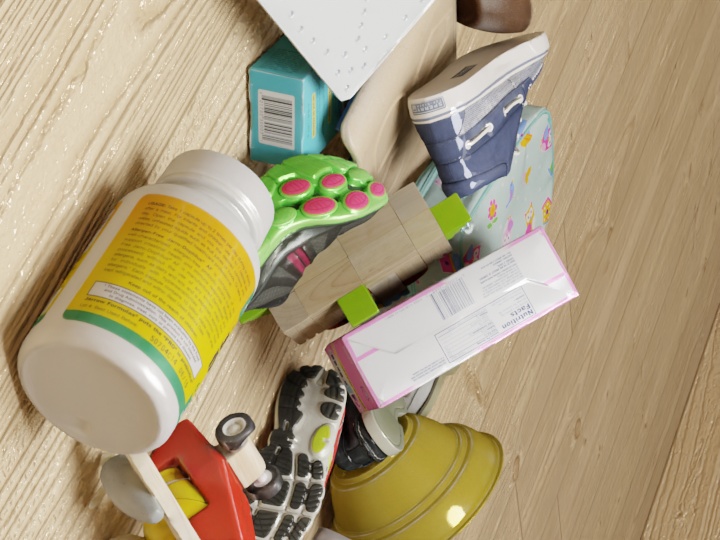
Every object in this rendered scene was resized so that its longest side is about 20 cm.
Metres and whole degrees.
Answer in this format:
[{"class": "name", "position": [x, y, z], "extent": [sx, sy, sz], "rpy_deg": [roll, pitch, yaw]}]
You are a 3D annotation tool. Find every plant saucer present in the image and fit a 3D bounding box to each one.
[{"class": "plant saucer", "position": [0.067, -0.273, 1.662], "extent": [0.037, 0.201, 0.201], "rpy_deg": [-36, 149, -10]}]

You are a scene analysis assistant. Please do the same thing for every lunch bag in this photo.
[{"class": "lunch bag", "position": [0.106, -0.056, 1.783], "extent": [0.200, 0.077, 0.161], "rpy_deg": [-57, 150, -36]}]

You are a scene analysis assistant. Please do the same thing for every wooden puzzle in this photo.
[{"class": "wooden puzzle", "position": [0.028, -0.140, 1.662], "extent": [0.186, 0.046, 0.200], "rpy_deg": [-64, 163, -19]}]

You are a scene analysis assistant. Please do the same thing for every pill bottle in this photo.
[{"class": "pill bottle", "position": [-0.134, 0.015, 1.326], "extent": [0.113, 0.112, 0.201], "rpy_deg": [84, 26, -44]}]

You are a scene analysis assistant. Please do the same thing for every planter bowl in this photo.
[{"class": "planter bowl", "position": [0.033, 0.196, 1.910], "extent": [0.084, 0.200, 0.201], "rpy_deg": [52, 42, -19]}]

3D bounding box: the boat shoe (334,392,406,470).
[{"class": "boat shoe", "position": [0.001, 0.135, 1.864], "extent": [0.075, 0.066, 0.200], "rpy_deg": [51, 12, -18]}]

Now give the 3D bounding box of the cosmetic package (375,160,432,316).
[{"class": "cosmetic package", "position": [0.044, -0.051, 1.851], "extent": [0.107, 0.090, 0.201], "rpy_deg": [-41, 142, -59]}]

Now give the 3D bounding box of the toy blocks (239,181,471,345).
[{"class": "toy blocks", "position": [0.000, 0.000, 1.641], "extent": [0.199, 0.100, 0.137], "rpy_deg": [-31, 168, 3]}]

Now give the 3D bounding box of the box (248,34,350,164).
[{"class": "box", "position": [-0.028, -0.163, 1.620], "extent": [0.200, 0.049, 0.083], "rpy_deg": [-52, 149, -52]}]

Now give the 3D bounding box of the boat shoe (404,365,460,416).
[{"class": "boat shoe", "position": [0.056, 0.089, 1.987], "extent": [0.200, 0.068, 0.075], "rpy_deg": [117, -6, -52]}]

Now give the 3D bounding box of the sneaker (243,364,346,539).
[{"class": "sneaker", "position": [-0.055, 0.181, 1.732], "extent": [0.085, 0.077, 0.201], "rpy_deg": [84, 26, -55]}]

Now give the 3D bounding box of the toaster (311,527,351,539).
[{"class": "toaster", "position": [-0.005, 0.353, 1.771], "extent": [0.181, 0.199, 0.119], "rpy_deg": [-57, 155, -21]}]

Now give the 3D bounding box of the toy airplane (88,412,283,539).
[{"class": "toy airplane", "position": [-0.122, 0.208, 1.447], "extent": [0.199, 0.140, 0.201], "rpy_deg": [28, 42, -83]}]

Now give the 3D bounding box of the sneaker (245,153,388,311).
[{"class": "sneaker", "position": [-0.066, -0.023, 1.526], "extent": [0.199, 0.077, 0.084], "rpy_deg": [-30, 154, -27]}]

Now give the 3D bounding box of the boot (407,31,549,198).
[{"class": "boot", "position": [0.107, -0.131, 1.668], "extent": [0.200, 0.072, 0.091], "rpy_deg": [-36, 112, -49]}]

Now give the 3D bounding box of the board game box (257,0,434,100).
[{"class": "board game box", "position": [0.007, -0.249, 1.467], "extent": [0.200, 0.026, 0.200], "rpy_deg": [-50, 147, -4]}]

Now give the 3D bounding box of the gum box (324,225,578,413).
[{"class": "gum box", "position": [0.077, 0.039, 1.634], "extent": [0.066, 0.199, 0.113], "rpy_deg": [61, -10, 2]}]
